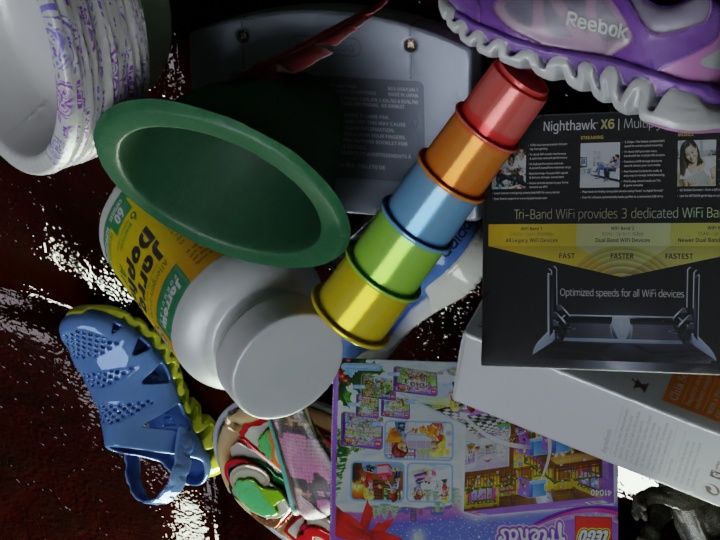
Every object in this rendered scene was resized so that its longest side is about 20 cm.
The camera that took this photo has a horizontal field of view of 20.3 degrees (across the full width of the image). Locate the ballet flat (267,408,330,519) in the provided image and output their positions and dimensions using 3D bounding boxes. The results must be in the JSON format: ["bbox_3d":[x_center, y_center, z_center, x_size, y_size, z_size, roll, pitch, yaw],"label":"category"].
[{"bbox_3d":[-0.051,0.088,1.517,0.071,0.069,0.201,-22,91,3],"label":"ballet flat"}]

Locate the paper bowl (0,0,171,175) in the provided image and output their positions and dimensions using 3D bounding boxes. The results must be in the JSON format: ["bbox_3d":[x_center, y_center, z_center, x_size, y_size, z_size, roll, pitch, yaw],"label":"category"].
[{"bbox_3d":[-0.197,-0.171,1.298,0.200,0.104,0.202,36,139,40],"label":"paper bowl"}]

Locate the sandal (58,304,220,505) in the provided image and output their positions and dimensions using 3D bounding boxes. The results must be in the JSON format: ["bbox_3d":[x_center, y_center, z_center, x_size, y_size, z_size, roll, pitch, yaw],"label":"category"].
[{"bbox_3d":[-0.181,0.114,1.629,0.079,0.087,0.201,-11,122,42],"label":"sandal"}]

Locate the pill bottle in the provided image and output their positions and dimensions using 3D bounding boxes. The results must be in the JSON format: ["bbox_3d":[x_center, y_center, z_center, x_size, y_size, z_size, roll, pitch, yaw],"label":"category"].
[{"bbox_3d":[-0.093,0.011,1.375,0.200,0.112,0.113,48,158,44],"label":"pill bottle"}]

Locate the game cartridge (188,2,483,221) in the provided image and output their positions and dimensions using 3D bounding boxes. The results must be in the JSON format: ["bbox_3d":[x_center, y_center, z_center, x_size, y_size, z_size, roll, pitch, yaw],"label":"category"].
[{"bbox_3d":[-0.015,-0.105,1.295,0.199,0.040,0.134,6,112,22],"label":"game cartridge"}]

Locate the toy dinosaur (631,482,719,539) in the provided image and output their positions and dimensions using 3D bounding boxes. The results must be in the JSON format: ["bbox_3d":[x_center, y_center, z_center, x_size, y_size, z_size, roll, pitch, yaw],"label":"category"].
[{"bbox_3d":[0.238,0.165,1.413,0.200,0.102,0.077,48,149,-6],"label":"toy dinosaur"}]

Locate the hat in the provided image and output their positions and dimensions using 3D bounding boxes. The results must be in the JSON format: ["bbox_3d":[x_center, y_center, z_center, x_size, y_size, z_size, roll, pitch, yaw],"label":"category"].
[{"bbox_3d":[-0.045,-0.117,1.268,0.199,0.177,0.166,13,152,22],"label":"hat"}]

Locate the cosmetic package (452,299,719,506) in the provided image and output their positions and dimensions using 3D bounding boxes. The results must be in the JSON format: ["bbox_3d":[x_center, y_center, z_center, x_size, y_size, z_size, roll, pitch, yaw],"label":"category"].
[{"bbox_3d":[0.173,0.067,1.340,0.199,0.102,0.072,20,139,13],"label":"cosmetic package"}]

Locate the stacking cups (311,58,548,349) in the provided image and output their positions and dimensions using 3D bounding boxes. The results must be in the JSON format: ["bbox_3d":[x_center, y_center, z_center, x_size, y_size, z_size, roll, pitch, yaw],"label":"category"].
[{"bbox_3d":[0.049,-0.040,1.239,0.060,0.061,0.200,36,115,-6],"label":"stacking cups"}]

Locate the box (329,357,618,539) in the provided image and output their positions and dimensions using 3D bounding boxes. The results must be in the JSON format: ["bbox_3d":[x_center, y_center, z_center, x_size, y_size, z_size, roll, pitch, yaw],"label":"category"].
[{"bbox_3d":[0.078,0.133,1.386,0.198,0.138,0.039,3,169,-5],"label":"box"}]

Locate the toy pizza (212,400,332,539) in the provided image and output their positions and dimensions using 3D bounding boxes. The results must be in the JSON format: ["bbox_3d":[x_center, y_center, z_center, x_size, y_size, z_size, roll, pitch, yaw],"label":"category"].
[{"bbox_3d":[-0.034,0.178,1.608,0.199,0.032,0.201,19,139,17],"label":"toy pizza"}]

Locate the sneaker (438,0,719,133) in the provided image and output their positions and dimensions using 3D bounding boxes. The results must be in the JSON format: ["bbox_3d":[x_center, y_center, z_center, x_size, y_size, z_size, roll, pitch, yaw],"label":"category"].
[{"bbox_3d":[0.137,-0.149,1.167,0.199,0.080,0.089,26,110,33],"label":"sneaker"}]

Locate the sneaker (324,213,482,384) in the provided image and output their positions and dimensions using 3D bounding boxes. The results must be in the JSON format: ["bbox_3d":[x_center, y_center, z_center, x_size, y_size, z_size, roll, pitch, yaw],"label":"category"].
[{"bbox_3d":[0.001,-0.001,1.400,0.111,0.077,0.200,39,140,-10],"label":"sneaker"}]

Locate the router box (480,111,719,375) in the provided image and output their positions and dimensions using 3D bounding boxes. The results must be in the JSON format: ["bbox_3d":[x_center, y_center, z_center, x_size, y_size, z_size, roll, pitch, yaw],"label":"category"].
[{"bbox_3d":[0.170,-0.017,1.224,0.199,0.052,0.159,1,90,33],"label":"router box"}]
